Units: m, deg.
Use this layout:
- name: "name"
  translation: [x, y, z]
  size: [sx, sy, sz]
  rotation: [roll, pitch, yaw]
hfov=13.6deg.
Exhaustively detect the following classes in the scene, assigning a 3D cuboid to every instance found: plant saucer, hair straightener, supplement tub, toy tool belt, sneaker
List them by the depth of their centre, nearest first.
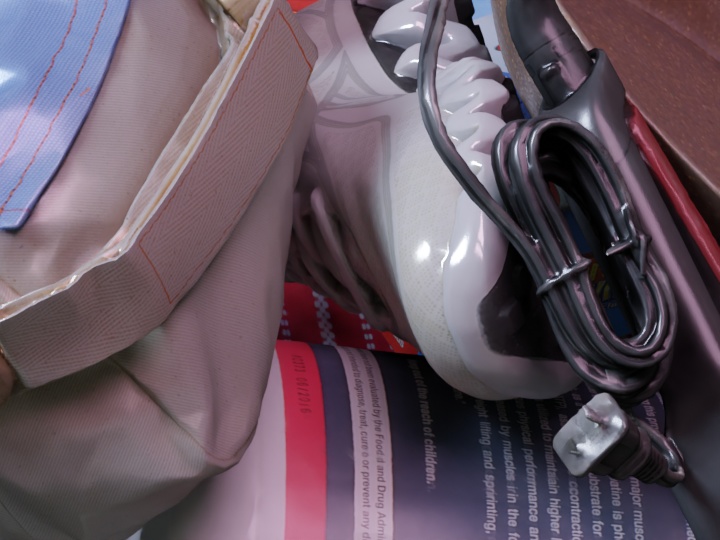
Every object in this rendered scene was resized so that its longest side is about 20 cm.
- name: "hair straightener"
  translation: [0.065, 0.015, 0.603]
  size: [0.077, 0.041, 0.201]
  rotation: [-15, 79, -60]
- name: "toy tool belt"
  translation: [-0.076, -0.043, 0.652]
  size: [0.123, 0.125, 0.200]
  rotation: [33, 43, -26]
- name: "supplement tub"
  translation: [0.046, 0.093, 0.694]
  size: [0.199, 0.141, 0.141]
  rotation: [7, 46, -9]
- name: "sneaker"
  translation: [0.004, -0.016, 0.700]
  size: [0.081, 0.075, 0.200]
  rotation: [-19, 21, 0]
- name: "plant saucer"
  translation: [0.099, -0.029, 0.736]
  size: [0.200, 0.037, 0.201]
  rotation: [35, 25, -19]

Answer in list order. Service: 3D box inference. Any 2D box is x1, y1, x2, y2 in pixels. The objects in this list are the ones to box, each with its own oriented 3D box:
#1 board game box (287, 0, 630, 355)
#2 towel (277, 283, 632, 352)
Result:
- name: "board game box"
  translation: [0.060, -0.069, 0.882]
  size: [0.199, 0.056, 0.196]
  rotation: [-14, 46, -27]
- name: "towel"
  translation: [0.000, 0.000, 0.852]
  size: [0.199, 0.023, 0.145]
  rotation: [2, 46, -13]
